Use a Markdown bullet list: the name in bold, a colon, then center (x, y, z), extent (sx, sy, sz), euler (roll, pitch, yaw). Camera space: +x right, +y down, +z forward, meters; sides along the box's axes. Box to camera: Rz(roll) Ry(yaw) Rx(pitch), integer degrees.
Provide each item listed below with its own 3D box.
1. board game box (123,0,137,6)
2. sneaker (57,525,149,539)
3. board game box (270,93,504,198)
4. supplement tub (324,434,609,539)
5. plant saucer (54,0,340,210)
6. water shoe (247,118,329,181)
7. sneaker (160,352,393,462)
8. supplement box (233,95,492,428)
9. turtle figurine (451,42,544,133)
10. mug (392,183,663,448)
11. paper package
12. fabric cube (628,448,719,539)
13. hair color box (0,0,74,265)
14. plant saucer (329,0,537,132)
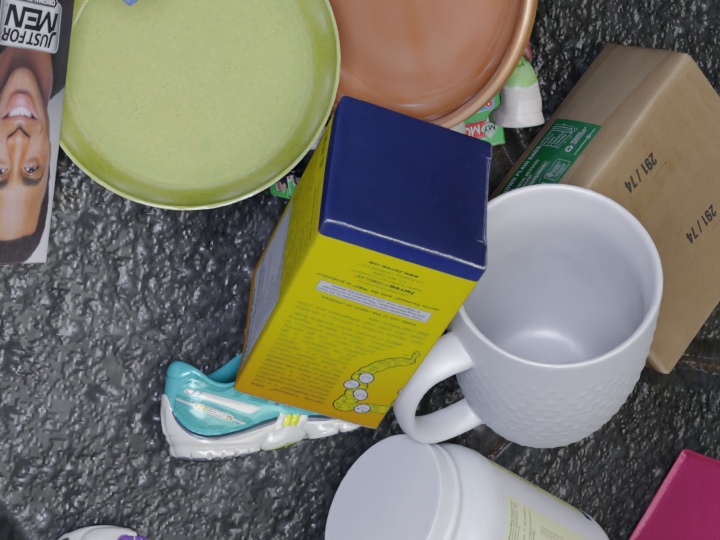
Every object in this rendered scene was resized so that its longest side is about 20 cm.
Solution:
- **board game box**: center (-0.194, -0.269, 0.949), extent (0.200, 0.035, 0.136), euler (35, 43, -31)
- **sneaker**: center (-0.175, 0.277, 1.083), extent (0.083, 0.080, 0.202), euler (9, 93, -40)
- **board game box**: center (0.015, -0.141, 1.164), extent (0.199, 0.029, 0.136), euler (-16, 107, -31)
- **supplement tub**: center (0.085, 0.219, 1.204), extent (0.199, 0.145, 0.146), euler (31, 81, -33)
- **plant saucer**: center (-0.112, -0.136, 1.028), extent (0.198, 0.031, 0.202), euler (1, 81, -3)
- **water shoe**: center (-0.002, -0.059, 1.107), extent (0.199, 0.071, 0.080), euler (10, 98, -33)
- **sneaker**: center (-0.050, 0.083, 1.135), extent (0.199, 0.077, 0.080), euler (-10, 95, -32)
- **supplement box**: center (0.000, 0.000, 1.049), extent (0.109, 0.200, 0.109), euler (17, 50, -12)
- **turtle figurine**: center (0.065, -0.200, 1.122), extent (0.144, 0.199, 0.196), euler (-20, 111, -54)
- **mug**: center (0.112, 0.059, 1.131), extent (0.199, 0.148, 0.176), euler (-27, 151, -14)
- **paper package**: center (0.222, -0.051, 1.275), extent (0.191, 0.103, 0.200), euler (46, 73, -29)
- **fabric cube**: center (0.353, 0.306, 1.368), extent (0.199, 0.200, 0.197), euler (43, 76, -31)
- **hair color box**: center (-0.230, -0.106, 0.959), extent (0.101, 0.061, 0.202), euler (-8, 107, -68)
- **plant saucer**: center (0.030, -0.188, 1.038), extent (0.037, 0.199, 0.202), euler (-14, 108, -58)
